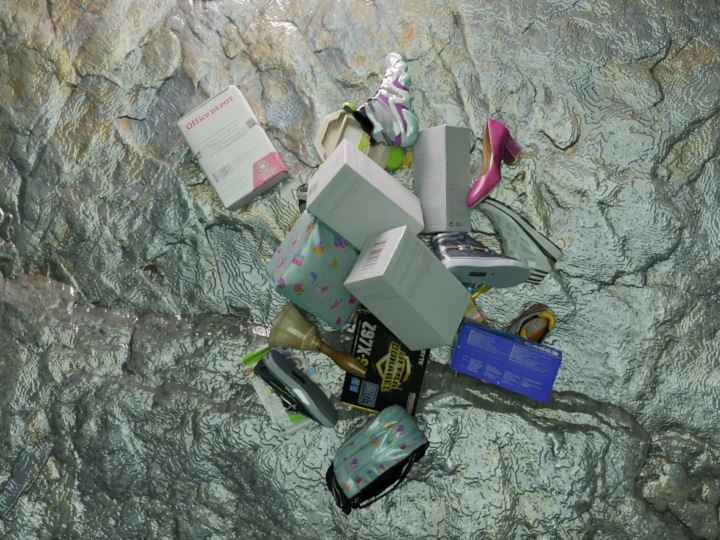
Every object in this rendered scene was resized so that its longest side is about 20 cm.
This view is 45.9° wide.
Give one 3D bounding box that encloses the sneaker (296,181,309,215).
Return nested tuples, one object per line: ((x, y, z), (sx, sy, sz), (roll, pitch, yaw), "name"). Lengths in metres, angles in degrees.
((-0.030, -0.135, 1.711), (0.195, 0.074, 0.081), (0, 113, 1), "sneaker")

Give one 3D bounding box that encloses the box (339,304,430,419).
((0.055, 0.182, 1.679), (0.156, 0.049, 0.205), (14, 105, 6), "box")

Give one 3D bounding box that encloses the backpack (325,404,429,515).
((0.034, 0.356, 1.629), (0.200, 0.166, 0.127), (-42, 82, 18), "backpack")

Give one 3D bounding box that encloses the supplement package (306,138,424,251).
((0.009, -0.125, 1.606), (0.199, 0.122, 0.120), (36, 113, -19), "supplement package")

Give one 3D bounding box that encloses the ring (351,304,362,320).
((0.000, 0.000, 1.725), (0.195, 0.019, 0.206), (0, 88, 5), "ring")

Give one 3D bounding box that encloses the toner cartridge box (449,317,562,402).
((0.277, 0.170, 1.622), (0.196, 0.043, 0.097), (20, 107, 10), "toner cartridge box")

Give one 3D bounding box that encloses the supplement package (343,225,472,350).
((0.088, 0.036, 1.542), (0.200, 0.116, 0.118), (44, 56, -24), "supplement package")

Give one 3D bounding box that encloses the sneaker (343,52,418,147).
((0.031, -0.336, 1.671), (0.136, 0.078, 0.204), (-6, 69, -10), "sneaker")

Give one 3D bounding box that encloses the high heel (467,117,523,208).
((0.240, -0.211, 1.655), (0.096, 0.067, 0.201), (41, 64, -4), "high heel")

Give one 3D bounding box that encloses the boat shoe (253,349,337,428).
((-0.130, 0.248, 1.683), (0.068, 0.074, 0.199), (-42, 105, 18), "boat shoe")

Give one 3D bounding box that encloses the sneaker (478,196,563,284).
((0.292, -0.049, 1.676), (0.199, 0.076, 0.116), (39, 90, 1), "sneaker")

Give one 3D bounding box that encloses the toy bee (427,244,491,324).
((0.185, 0.049, 1.666), (0.199, 0.109, 0.132), (38, 94, 4), "toy bee")

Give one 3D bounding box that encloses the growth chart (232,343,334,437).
((-0.152, 0.234, 1.732), (0.143, 0.018, 0.202), (-33, 88, 2), "growth chart")

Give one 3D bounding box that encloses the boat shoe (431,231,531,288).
((0.231, -0.026, 1.624), (0.196, 0.071, 0.092), (5, 50, -22), "boat shoe")

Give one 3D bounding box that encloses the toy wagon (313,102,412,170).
((0.007, -0.242, 1.699), (0.196, 0.040, 0.158), (19, 71, 3), "toy wagon")

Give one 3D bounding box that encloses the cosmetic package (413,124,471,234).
((0.160, -0.175, 1.667), (0.070, 0.101, 0.205), (0, 90, -35), "cosmetic package")

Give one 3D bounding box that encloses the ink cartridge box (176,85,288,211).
((-0.256, -0.245, 1.714), (0.145, 0.083, 0.203), (-31, 88, 3), "ink cartridge box")

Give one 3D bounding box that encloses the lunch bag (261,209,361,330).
((-0.065, 0.003, 1.658), (0.198, 0.122, 0.172), (34, 92, -27), "lunch bag")

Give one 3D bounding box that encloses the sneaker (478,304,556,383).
((0.302, 0.142, 1.668), (0.078, 0.082, 0.200), (45, 94, 2), "sneaker")

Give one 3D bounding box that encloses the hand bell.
((-0.072, 0.150, 1.657), (0.197, 0.104, 0.106), (28, 91, 15), "hand bell")
